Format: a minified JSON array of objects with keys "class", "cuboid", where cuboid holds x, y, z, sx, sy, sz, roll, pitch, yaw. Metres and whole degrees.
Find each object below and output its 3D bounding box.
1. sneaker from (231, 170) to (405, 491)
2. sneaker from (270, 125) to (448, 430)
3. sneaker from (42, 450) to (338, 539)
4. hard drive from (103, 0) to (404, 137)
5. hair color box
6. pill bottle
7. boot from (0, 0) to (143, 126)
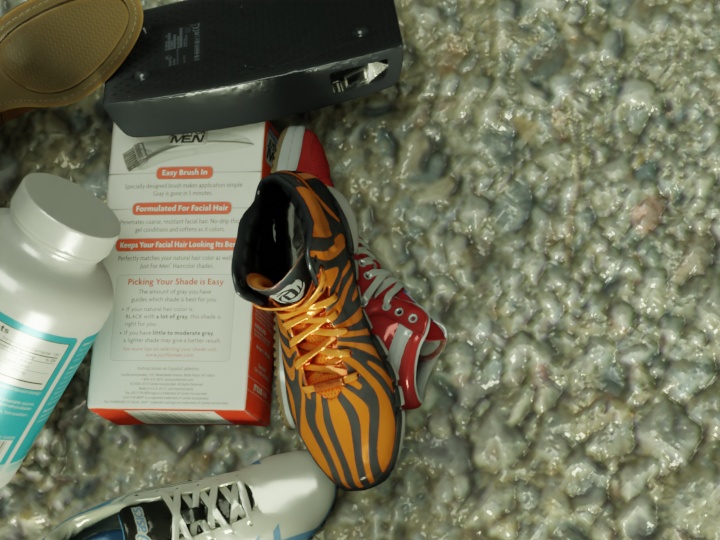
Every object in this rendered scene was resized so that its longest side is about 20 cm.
[{"class":"sneaker","cuboid":[-0.034,0.036,1.078,0.077,0.112,0.201,-19,79,15]},{"class":"sneaker","cuboid":[0.000,0.000,1.167,0.112,0.071,0.202,-6,81,14]},{"class":"sneaker","cuboid":[-0.109,0.165,1.141,0.199,0.073,0.072,-20,70,4]},{"class":"hard drive","cuboid":[-0.071,-0.147,1.205,0.198,0.043,0.135,-11,36,2]},{"class":"hair color box","cuboid":[-0.114,0.001,1.194,0.110,0.064,0.202,0,75,13]},{"class":"pill bottle","cuboid":[-0.230,0.038,1.146,0.111,0.111,0.201,40,110,19]},{"class":"boot","cuboid":[-0.242,-0.148,1.221,0.199,0.155,0.074,-33,113,2]}]
